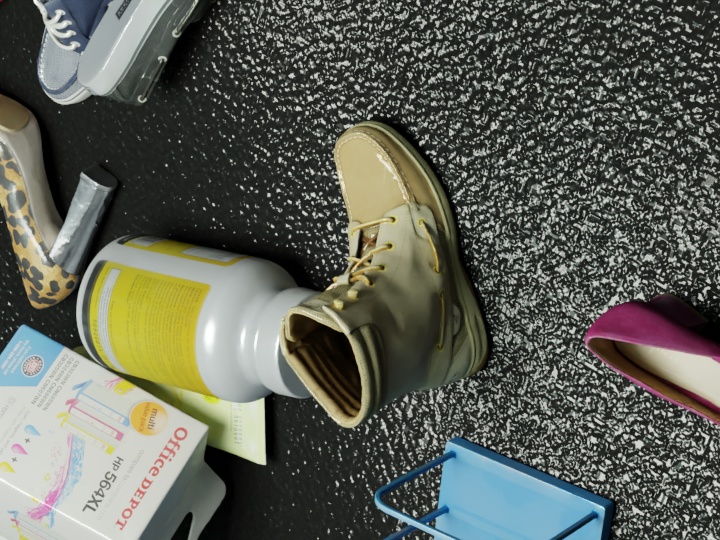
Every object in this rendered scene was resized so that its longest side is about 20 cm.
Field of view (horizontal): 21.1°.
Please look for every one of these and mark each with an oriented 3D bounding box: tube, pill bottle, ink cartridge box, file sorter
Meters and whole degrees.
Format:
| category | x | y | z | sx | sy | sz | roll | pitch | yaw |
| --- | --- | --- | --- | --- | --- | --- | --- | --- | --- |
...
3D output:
| category | x | y | z | sx | sy | sz | roll | pitch | yaw |
| --- | --- | --- | --- | --- | --- | --- | --- | --- | --- |
| tube | -0.159 | 0.103 | 1.585 | 0.200 | 0.052 | 0.058 | 11 | 151 | 32 |
| pill bottle | -0.114 | 0.040 | 1.484 | 0.200 | 0.112 | 0.112 | 12 | 111 | 37 |
| ink cartridge box | -0.217 | 0.162 | 1.544 | 0.200 | 0.129 | 0.125 | 27 | 151 | 7 |
| file sorter | 0.080 | 0.248 | 1.384 | 0.139 | 0.123 | 0.200 | 20 | 115 | 33 |

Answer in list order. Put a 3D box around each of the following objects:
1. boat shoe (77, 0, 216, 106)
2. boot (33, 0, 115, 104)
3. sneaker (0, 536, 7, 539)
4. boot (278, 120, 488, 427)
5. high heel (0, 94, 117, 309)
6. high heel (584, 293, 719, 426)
| category | x | y | z | sx | sy | sz | roll | pitch | yaw |
| --- | --- | --- | --- | --- | --- | --- | --- | --- | --- |
| boat shoe | -0.142 | -0.211 | 1.465 | 0.200 | 0.057 | 0.069 | -52 | 35 | 21 |
| boot | -0.230 | -0.208 | 1.516 | 0.073 | 0.090 | 0.200 | 45 | 127 | 20 |
| sneaker | -0.267 | 0.196 | 1.700 | 0.100 | 0.075 | 0.200 | 34 | 122 | -3 |
| boot | 0.000 | 0.000 | 1.349 | 0.073 | 0.155 | 0.200 | -19 | 91 | 41 |
| high heel | -0.308 | -0.064 | 1.634 | 0.200 | 0.071 | 0.143 | 35 | 117 | 16 |
| high heel | 0.236 | 0.083 | 1.221 | 0.200 | 0.096 | 0.067 | 42 | 126 | 22 |
